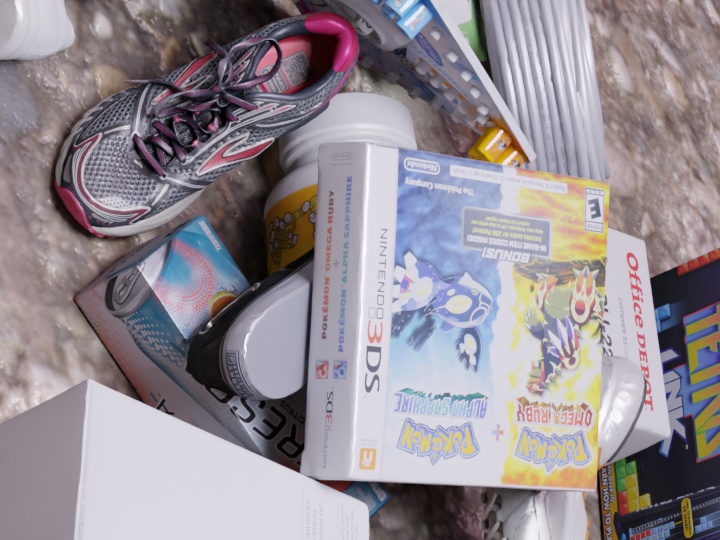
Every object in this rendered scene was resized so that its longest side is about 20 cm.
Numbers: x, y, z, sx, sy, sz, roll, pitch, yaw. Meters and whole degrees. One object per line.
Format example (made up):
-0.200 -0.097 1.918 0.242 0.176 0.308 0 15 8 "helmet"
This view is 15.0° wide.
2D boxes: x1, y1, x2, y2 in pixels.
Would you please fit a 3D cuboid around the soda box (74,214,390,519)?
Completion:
-0.072 0.073 1.549 0.064 0.068 0.200 -42 101 -42 "soda box"

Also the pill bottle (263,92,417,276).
0.000 0.000 1.639 0.113 0.113 0.201 17 57 -42 "pill bottle"

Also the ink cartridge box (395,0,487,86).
0.020 -0.232 1.747 0.200 0.067 0.117 65 15 -45 "ink cartridge box"

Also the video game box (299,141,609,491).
0.056 0.030 1.526 0.200 0.047 0.183 6 87 -43 "video game box"

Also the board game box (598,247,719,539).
0.233 0.091 1.808 0.057 0.165 0.201 23 53 -39 "board game box"

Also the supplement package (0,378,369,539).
-0.105 0.158 1.430 0.200 0.117 0.118 28 51 -37 "supplement package"

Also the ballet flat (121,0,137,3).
-0.130 -0.191 1.595 0.074 0.074 0.200 58 16 -7 "ballet flat"

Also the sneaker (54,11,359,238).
-0.090 -0.093 1.576 0.200 0.075 0.081 -36 92 -19 "sneaker"

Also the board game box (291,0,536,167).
-0.002 -0.149 1.637 0.026 0.200 0.200 -50 144 -9 "board game box"

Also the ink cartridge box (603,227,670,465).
0.100 0.035 1.755 0.200 0.084 0.145 19 57 -42 "ink cartridge box"

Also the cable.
0.122 -0.129 1.813 0.200 0.069 0.200 -91 171 -55 "cable"

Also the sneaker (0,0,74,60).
-0.211 -0.215 1.568 0.088 0.075 0.201 -5 81 -59 "sneaker"

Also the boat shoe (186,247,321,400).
-0.016 0.012 1.528 0.200 0.057 0.069 -30 110 -40 "boat shoe"

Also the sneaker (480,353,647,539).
0.092 0.124 1.631 0.092 0.076 0.200 32 65 -20 "sneaker"
